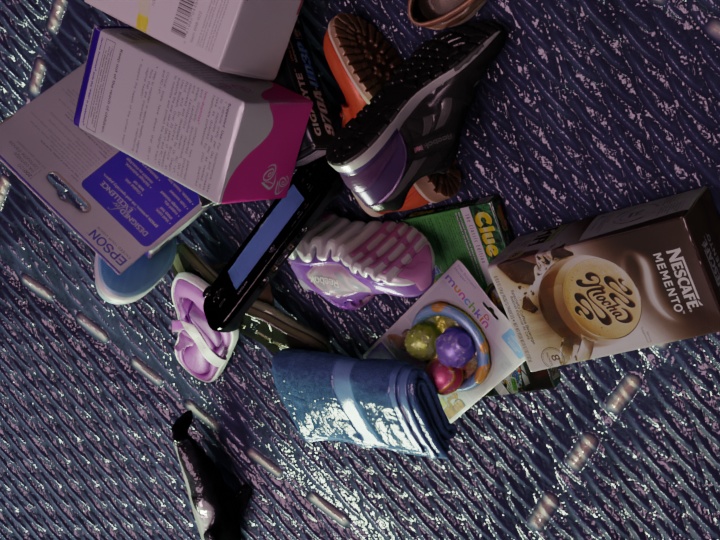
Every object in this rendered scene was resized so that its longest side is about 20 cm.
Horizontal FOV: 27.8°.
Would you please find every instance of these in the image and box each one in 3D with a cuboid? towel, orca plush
[{"bbox_3d":[-0.002,0.134,1.481,0.200,0.049,0.112,5,132,44],"label":"towel"},{"bbox_3d":[-0.164,0.254,1.692,0.105,0.071,0.201,-152,45,-73],"label":"orca plush"}]

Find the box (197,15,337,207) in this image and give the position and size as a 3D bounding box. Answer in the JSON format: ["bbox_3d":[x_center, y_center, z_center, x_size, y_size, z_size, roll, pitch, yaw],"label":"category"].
[{"bbox_3d":[-0.117,-0.182,1.415,0.159,0.046,0.200,-23,82,36],"label":"box"}]

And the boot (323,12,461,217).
[{"bbox_3d":[0.003,-0.142,1.387,0.107,0.075,0.200,-19,103,40],"label":"boot"}]

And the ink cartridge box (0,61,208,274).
[{"bbox_3d":[-0.246,-0.112,1.464,0.198,0.200,0.043,44,147,5],"label":"ink cartridge box"}]

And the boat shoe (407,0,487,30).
[{"bbox_3d":[0.109,-0.279,1.257,0.076,0.072,0.200,42,126,5],"label":"boat shoe"}]

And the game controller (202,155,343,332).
[{"bbox_3d":[-0.086,-0.029,1.407,0.042,0.104,0.200,35,97,-12],"label":"game controller"}]

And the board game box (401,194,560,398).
[{"bbox_3d":[0.119,0.029,1.430,0.105,0.023,0.200,-9,109,35],"label":"board game box"}]

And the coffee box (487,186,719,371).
[{"bbox_3d":[0.233,0.010,1.320,0.200,0.080,0.113,-16,104,34],"label":"coffee box"}]

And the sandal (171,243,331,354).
[{"bbox_3d":[-0.115,0.032,1.548,0.201,0.057,0.080,33,154,-8],"label":"sandal"}]

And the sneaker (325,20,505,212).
[{"bbox_3d":[0.063,-0.138,1.317,0.088,0.200,0.076,50,172,-31],"label":"sneaker"}]

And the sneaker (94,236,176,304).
[{"bbox_3d":[-0.244,-0.018,1.526,0.079,0.200,0.131,27,136,-13],"label":"sneaker"}]

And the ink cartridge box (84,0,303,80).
[{"bbox_3d":[-0.148,-0.281,1.346,0.200,0.083,0.145,31,107,33],"label":"ink cartridge box"}]

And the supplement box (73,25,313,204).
[{"bbox_3d":[-0.158,-0.148,1.357,0.200,0.101,0.104,28,111,32],"label":"supplement box"}]

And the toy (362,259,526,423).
[{"bbox_3d":[0.073,0.090,1.445,0.115,0.047,0.200,50,141,7],"label":"toy"}]

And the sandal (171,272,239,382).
[{"bbox_3d":[-0.174,0.075,1.558,0.082,0.050,0.203,28,151,13],"label":"sandal"}]

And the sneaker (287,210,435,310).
[{"bbox_3d":[0.000,0.000,1.443,0.200,0.080,0.089,15,130,44],"label":"sneaker"}]
